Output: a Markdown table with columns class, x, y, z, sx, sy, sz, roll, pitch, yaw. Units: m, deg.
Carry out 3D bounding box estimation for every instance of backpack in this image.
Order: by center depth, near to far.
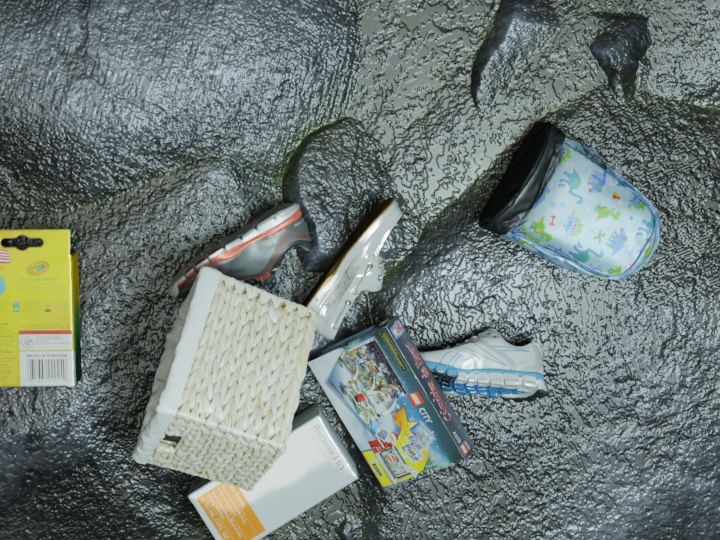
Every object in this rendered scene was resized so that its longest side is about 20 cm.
| class | x | y | z | sx | sy | sz | roll | pitch | yaw |
| --- | --- | --- | --- | --- | --- | --- | --- | --- | --- |
| backpack | 0.280 | -0.070 | 1.579 | 0.199 | 0.154 | 0.164 | 35 | 87 | -19 |

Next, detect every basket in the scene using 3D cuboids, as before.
| class | x | y | z | sx | sy | sz | roll | pitch | yaw |
| --- | --- | --- | --- | --- | --- | --- | --- | --- | --- |
| basket | -0.164 | 0.135 | 1.511 | 0.160 | 0.198 | 0.201 | 19 | 60 | -11 |

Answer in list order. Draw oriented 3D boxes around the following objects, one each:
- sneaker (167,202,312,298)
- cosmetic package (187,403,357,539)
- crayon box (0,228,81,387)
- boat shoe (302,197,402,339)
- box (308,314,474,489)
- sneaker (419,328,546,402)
| class | x | y | z | sx | sy | sz | roll | pitch | yaw |
| --- | --- | --- | --- | --- | --- | --- | --- | --- | --- |
| sneaker | -0.148 | -0.006 | 1.585 | 0.199 | 0.077 | 0.082 | -30 | 104 | 1 |
| cosmetic package | -0.113 | 0.272 | 1.619 | 0.199 | 0.071 | 0.102 | -32 | 97 | 0 |
| crayon box | -0.421 | 0.045 | 1.585 | 0.126 | 0.051 | 0.202 | 0 | 97 | -4 |
| boat shoe | 0.000 | 0.000 | 1.598 | 0.069 | 0.071 | 0.201 | 35 | 102 | -8 |
| box | 0.039 | 0.171 | 1.600 | 0.136 | 0.038 | 0.201 | -26 | 99 | 33 |
| sneaker | 0.143 | 0.116 | 1.627 | 0.198 | 0.075 | 0.087 | 7 | 63 | 3 |
